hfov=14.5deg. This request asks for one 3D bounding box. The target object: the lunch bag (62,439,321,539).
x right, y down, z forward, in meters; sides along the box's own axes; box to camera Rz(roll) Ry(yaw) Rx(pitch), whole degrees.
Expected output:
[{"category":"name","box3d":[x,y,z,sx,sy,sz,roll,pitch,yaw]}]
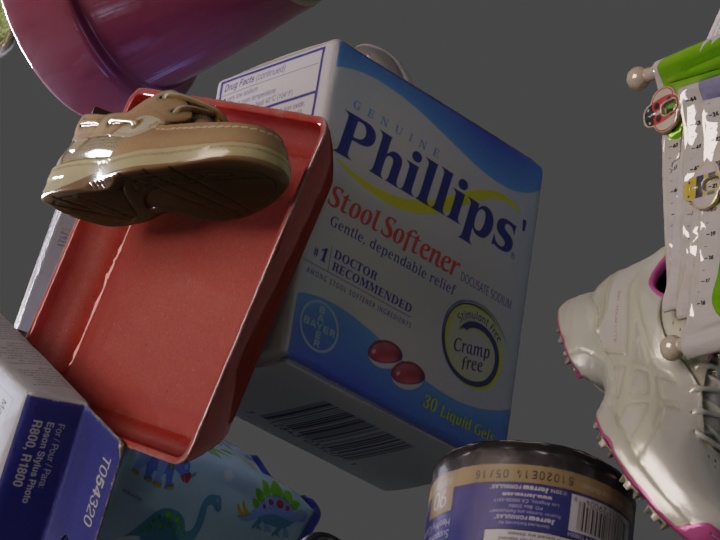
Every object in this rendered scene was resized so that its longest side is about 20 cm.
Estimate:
[{"category":"lunch bag","box3d":[-0.151,0.183,1.708,0.127,0.170,0.200,30,93,56]}]

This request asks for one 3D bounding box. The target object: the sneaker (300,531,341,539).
[{"category":"sneaker","box3d":[-0.053,0.247,1.482,0.146,0.077,0.203,-26,54,33]}]

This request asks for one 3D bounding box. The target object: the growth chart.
[{"category":"growth chart","box3d":[0.202,-0.048,1.470,0.145,0.018,0.201,-28,51,38]}]

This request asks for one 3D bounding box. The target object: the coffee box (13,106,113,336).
[{"category":"coffee box","box3d":[-0.174,0.011,1.841,0.113,0.080,0.200,-79,11,-55]}]

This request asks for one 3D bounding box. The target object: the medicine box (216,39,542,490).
[{"category":"medicine box","box3d":[0.000,0.000,1.637,0.103,0.182,0.201,-15,57,44]}]

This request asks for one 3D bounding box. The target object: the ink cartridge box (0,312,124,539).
[{"category":"ink cartridge box","box3d":[-0.220,0.135,1.603,0.200,0.043,0.197,40,117,49]}]

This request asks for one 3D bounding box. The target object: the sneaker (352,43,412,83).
[{"category":"sneaker","box3d":[-0.017,-0.058,1.779,0.075,0.082,0.201,-14,57,45]}]

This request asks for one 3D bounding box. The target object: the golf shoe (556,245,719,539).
[{"category":"golf shoe","box3d":[0.168,0.063,1.491,0.091,0.075,0.200,-42,42,19]}]

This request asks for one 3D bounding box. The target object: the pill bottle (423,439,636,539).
[{"category":"pill bottle","box3d":[0.081,0.199,1.472,0.112,0.112,0.201,-18,54,43]}]

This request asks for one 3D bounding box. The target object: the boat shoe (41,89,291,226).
[{"category":"boat shoe","box3d":[-0.105,-0.067,1.532,0.200,0.071,0.065,-4,65,51]}]

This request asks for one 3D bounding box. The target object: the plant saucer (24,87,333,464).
[{"category":"plant saucer","box3d":[-0.100,0.004,1.571,0.199,0.037,0.201,13,77,53]}]

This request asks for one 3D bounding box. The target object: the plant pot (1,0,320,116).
[{"category":"plant pot","box3d":[-0.125,-0.219,1.941,0.179,0.200,0.201,-14,55,26]}]

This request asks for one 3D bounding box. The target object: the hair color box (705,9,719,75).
[{"category":"hair color box","box3d":[0.275,-0.119,1.488,0.200,0.065,0.110,19,84,55]}]
